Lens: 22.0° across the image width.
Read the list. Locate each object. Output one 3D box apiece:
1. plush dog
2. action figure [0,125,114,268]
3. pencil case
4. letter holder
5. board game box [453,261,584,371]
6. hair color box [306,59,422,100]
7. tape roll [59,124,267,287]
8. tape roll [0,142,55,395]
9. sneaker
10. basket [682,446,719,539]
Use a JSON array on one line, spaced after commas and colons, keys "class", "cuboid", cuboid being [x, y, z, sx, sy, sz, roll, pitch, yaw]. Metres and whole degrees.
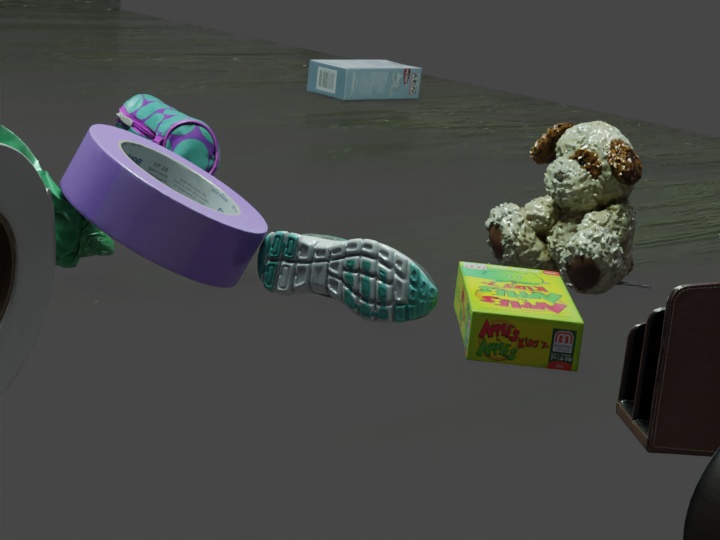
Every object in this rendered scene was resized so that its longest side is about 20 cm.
[{"class": "plush dog", "cuboid": [0.252, -0.077, 2.018, 0.160, 0.173, 0.200, -2, 14, -35]}, {"class": "action figure", "cuboid": [-0.313, -0.055, 1.833, 0.199, 0.119, 0.055, 28, 11, 38]}, {"class": "pencil case", "cuboid": [-0.249, -0.167, 2.358, 0.092, 0.086, 0.200, 18, 5, -28]}, {"class": "letter holder", "cuboid": [0.321, 0.070, 1.475, 0.198, 0.143, 0.101, 5, 13, -8]}, {"class": "board game box", "cuboid": [0.145, 0.040, 1.730, 0.101, 0.048, 0.200, 7, 12, -2]}, {"class": "hair color box", "cuboid": [0.008, -0.345, 3.345, 0.099, 0.061, 0.199, 19, 18, 41]}, {"class": "tape roll", "cuboid": [-0.191, -0.064, 1.803, 0.199, 0.066, 0.200, 31, 10, -6]}, {"class": "tape roll", "cuboid": [-0.330, -0.003, 1.319, 0.138, 0.204, 0.202, 11, 13, 22]}, {"class": "sneaker", "cuboid": [0.000, 0.000, 1.782, 0.199, 0.078, 0.091, 17, 12, 34]}, {"class": "basket", "cuboid": [0.317, 0.171, 1.065, 0.180, 0.137, 0.199, 3, 16, -42]}]
